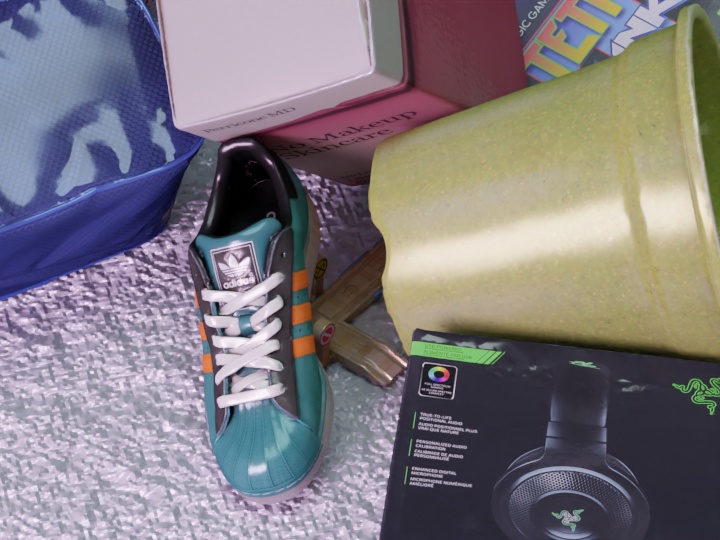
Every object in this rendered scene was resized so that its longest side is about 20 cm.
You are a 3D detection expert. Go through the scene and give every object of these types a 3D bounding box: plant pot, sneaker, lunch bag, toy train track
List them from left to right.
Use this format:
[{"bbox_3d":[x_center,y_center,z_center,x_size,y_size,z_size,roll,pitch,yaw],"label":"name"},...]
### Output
[{"bbox_3d":[-0.197,-0.060,1.432,0.200,0.132,0.136,-20,71,-21],"label":"lunch bag"},{"bbox_3d":[-0.059,0.022,1.358,0.071,0.080,0.200,-12,58,14],"label":"sneaker"},{"bbox_3d":[0.000,0.000,1.449,0.115,0.033,0.200,27,47,25],"label":"toy train track"},{"bbox_3d":[0.109,-0.023,1.369,0.184,0.201,0.201,-11,40,15],"label":"plant pot"}]

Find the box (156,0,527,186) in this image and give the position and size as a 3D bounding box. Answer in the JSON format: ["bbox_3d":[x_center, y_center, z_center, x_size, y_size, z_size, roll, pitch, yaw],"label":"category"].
[{"bbox_3d":[-0.006,-0.125,1.429,0.128,0.200,0.109,-14,76,27],"label":"box"}]

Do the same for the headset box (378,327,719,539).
[{"bbox_3d":[0.099,0.127,1.270,0.174,0.093,0.200,7,42,4],"label":"headset box"}]

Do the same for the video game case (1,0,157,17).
[{"bbox_3d":[-0.197,-0.151,1.464,0.200,0.181,0.036,-14,69,-36],"label":"video game case"}]

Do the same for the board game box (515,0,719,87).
[{"bbox_3d":[0.158,-0.136,1.524,0.165,0.057,0.200,32,77,26],"label":"board game box"}]
